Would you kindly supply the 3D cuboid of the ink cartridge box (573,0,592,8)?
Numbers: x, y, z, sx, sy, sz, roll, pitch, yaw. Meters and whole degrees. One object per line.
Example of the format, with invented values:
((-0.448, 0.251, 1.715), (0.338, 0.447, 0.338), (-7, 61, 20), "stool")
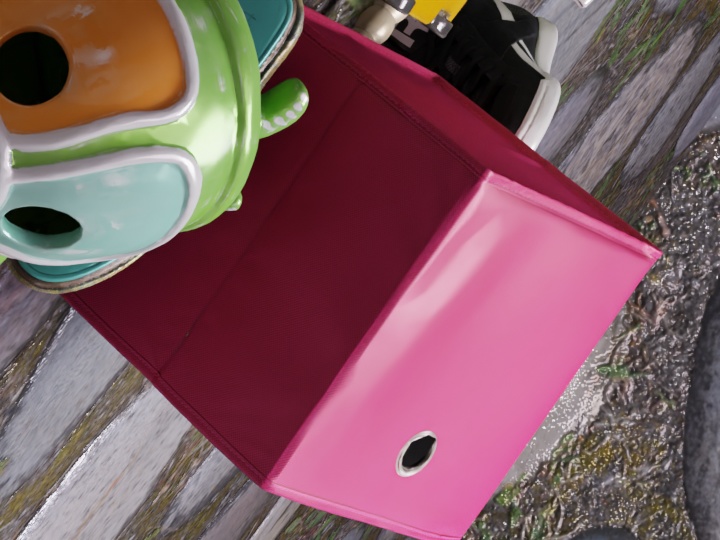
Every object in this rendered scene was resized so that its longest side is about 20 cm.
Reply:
((0.142, -0.253, 1.555), (0.200, 0.084, 0.146), (-44, -153, 7), "ink cartridge box")

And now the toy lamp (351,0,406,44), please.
((0.011, -0.145, 1.677), (0.200, 0.058, 0.058), (-53, 170, -17), "toy lamp")

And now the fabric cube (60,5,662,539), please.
((0.000, 0.000, 1.558), (0.199, 0.200, 0.196), (-55, 145, 9), "fabric cube")

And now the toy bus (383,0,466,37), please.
((0.018, -0.177, 1.538), (0.065, 0.078, 0.200), (-55, 169, 6), "toy bus")

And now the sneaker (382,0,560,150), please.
((0.057, -0.120, 1.762), (0.073, 0.112, 0.200), (-60, -171, 22), "sneaker")

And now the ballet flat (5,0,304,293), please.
((-0.100, -0.067, 1.439), (0.200, 0.071, 0.071), (-52, 169, -8), "ballet flat")

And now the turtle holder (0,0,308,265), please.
((-0.127, -0.069, 1.185), (0.132, 0.141, 0.185), (-26, -165, -37), "turtle holder")
